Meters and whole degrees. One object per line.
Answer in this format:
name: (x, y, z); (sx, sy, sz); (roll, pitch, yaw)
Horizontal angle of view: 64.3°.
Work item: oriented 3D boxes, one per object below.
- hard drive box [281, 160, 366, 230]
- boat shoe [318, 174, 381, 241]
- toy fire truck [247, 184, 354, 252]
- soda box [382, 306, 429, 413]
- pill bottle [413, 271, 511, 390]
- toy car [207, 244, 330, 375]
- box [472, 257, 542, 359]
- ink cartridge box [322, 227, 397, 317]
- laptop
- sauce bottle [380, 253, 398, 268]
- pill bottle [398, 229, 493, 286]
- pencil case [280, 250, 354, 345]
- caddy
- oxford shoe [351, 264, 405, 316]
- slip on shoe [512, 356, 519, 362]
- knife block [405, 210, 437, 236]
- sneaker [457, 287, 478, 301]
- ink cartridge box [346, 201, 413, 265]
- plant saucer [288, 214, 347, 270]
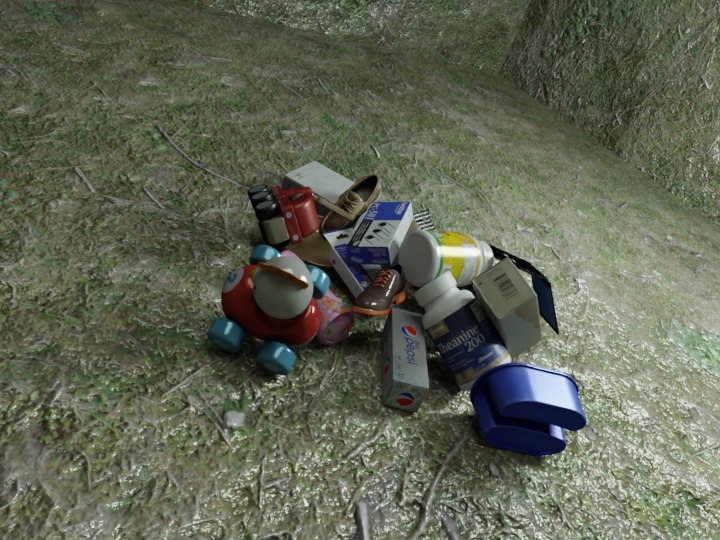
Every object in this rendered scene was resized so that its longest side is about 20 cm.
hard drive box: (-0.080, -0.180, 1.425); (0.198, 0.078, 0.156); (30, 33, 13)
boat shoe: (-0.024, -0.148, 1.291); (0.075, 0.072, 0.201); (34, 63, 13)
toy fire truck: (-0.112, -0.118, 1.169); (0.197, 0.131, 0.176); (-20, 27, -9)
soda box: (0.079, 0.157, 1.041); (0.067, 0.064, 0.201); (15, 33, -8)
pill bottle: (0.183, 0.109, 1.063); (0.110, 0.111, 0.202); (-24, 80, -49)
toy car: (-0.141, 0.030, 0.910); (0.174, 0.201, 0.187); (23, 60, 3)
box: (0.272, 0.075, 1.047); (0.077, 0.200, 0.096); (-31, 57, 2)
ink cartridge box: (0.000, 0.000, 1.202); (0.094, 0.037, 0.202); (-16, 66, -47)
laptop: (0.360, 0.034, 1.300); (0.197, 0.105, 0.177); (23, 12, -3)
sauce bottle: (0.101, -0.023, 1.317); (0.197, 0.066, 0.065); (-7, 42, -40)
pill bottle: (0.183, -0.024, 1.191); (0.197, 0.114, 0.113); (1, 37, -38)
pencil case: (-0.099, 0.051, 1.076); (0.087, 0.089, 0.200); (-15, 47, -44)
caddy: (0.287, 0.231, 0.988); (0.196, 0.143, 0.106); (15, 35, -13)
oxford shoe: (0.034, 0.034, 1.078); (0.070, 0.074, 0.200); (10, 15, 18)
slip on shoe: (0.290, 0.123, 1.188); (0.076, 0.060, 0.204); (34, 57, -37)
knife block: (0.092, -0.079, 1.391); (0.065, 0.197, 0.176); (63, 0, 12)
sneaker: (0.226, 0.094, 1.213); (0.110, 0.074, 0.201); (19, 31, -2)
ink cartridge box: (0.045, -0.083, 1.221); (0.092, 0.045, 0.201); (2, 33, 20)
plant saucer: (-0.101, -0.059, 1.273); (0.196, 0.036, 0.202); (16, 33, -11)
